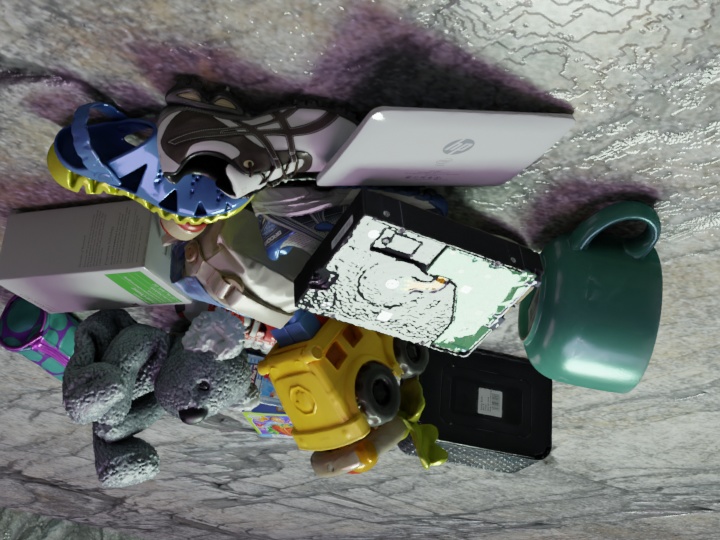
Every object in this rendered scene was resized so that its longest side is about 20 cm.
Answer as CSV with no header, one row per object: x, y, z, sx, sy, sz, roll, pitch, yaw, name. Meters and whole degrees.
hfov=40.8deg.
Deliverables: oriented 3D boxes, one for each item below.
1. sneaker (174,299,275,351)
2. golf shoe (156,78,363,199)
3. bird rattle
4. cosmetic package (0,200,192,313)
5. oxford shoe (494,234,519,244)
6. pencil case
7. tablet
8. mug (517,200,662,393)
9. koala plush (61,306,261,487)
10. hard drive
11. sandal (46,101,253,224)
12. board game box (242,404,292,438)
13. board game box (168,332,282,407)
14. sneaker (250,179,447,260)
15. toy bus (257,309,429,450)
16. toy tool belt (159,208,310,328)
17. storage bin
-0.156,0.046,1.183,0.106,0.069,0.202,7,160,7,sneaker
-0.080,-0.098,0.839,0.195,0.096,0.078,7,154,-5,golf shoe
0.001,0.205,1.211,0.197,0.115,0.162,-13,-173,37,bird rattle
-0.289,-0.014,1.072,0.196,0.087,0.108,-6,156,22,cosmetic package
0.102,-0.007,0.996,0.198,0.059,0.074,7,157,-45,oxford shoe
-0.415,0.107,1.340,0.085,0.093,0.201,-38,147,-3,pencil case
0.072,-0.101,0.823,0.196,0.014,0.130,-3,160,-27,tablet
0.228,0.023,0.983,0.112,0.189,0.152,9,179,-2,mug
-0.215,0.118,1.107,0.196,0.186,0.180,-9,133,1,koala plush
0.053,0.008,0.898,0.197,0.038,0.140,18,135,-24,hard drive
-0.188,-0.100,0.881,0.196,0.081,0.087,9,151,-10,sandal
-0.084,0.238,1.598,0.195,0.046,0.135,1,154,10,board game box
-0.163,0.138,1.310,0.196,0.063,0.200,15,175,-16,board game box
-0.009,-0.042,0.924,0.196,0.087,0.077,1,-168,23,sneaker
-0.032,0.084,1.161,0.134,0.200,0.194,-20,109,42,toy bus
-0.145,-0.008,1.009,0.198,0.127,0.122,26,140,-35,toy tool belt
0.157,0.192,1.336,0.196,0.138,0.094,12,155,-13,storage bin
